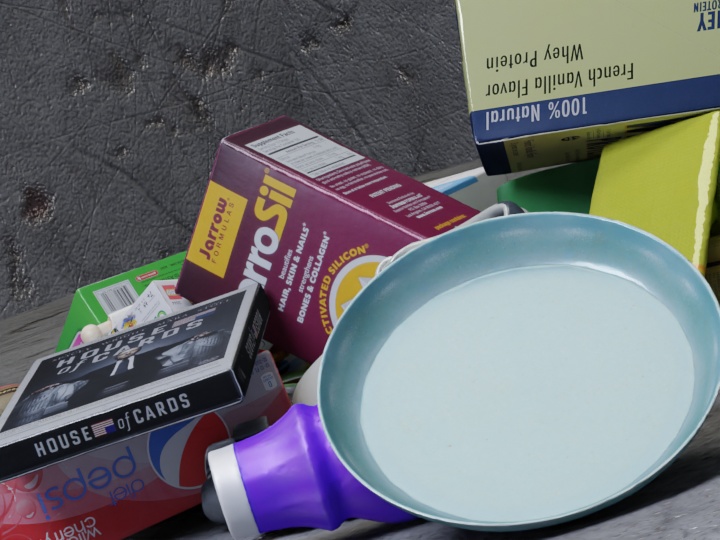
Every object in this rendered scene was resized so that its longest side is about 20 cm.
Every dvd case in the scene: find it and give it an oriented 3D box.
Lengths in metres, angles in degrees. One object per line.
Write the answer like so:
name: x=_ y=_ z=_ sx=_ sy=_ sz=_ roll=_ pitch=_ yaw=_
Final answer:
dvd case: x=-0.130 y=0.062 z=1.609 sx=0.149 sy=0.025 sz=0.200 roll=-19 pitch=12 yaw=6

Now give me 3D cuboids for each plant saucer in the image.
plant saucer: x=0.078 y=0.052 z=1.353 sx=0.199 sy=0.028 sz=0.201 roll=-9 pitch=44 yaw=9

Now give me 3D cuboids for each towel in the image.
towel: x=0.170 y=-0.009 z=1.657 sx=0.086 sy=0.018 sz=0.201 roll=-15 pitch=42 yaw=29

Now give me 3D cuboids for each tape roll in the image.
tape roll: x=0.193 y=-0.047 z=1.903 sx=0.199 sy=0.049 sz=0.200 roll=-9 pitch=-6 yaw=-1

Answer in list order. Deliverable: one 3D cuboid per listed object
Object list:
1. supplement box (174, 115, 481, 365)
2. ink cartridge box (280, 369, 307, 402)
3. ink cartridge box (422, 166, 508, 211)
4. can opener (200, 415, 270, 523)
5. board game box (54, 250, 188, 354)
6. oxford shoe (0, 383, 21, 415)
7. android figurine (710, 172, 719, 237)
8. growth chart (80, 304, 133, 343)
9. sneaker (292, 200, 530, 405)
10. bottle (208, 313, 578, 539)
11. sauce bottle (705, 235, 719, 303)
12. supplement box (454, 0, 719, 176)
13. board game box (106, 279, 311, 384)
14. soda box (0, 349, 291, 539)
supplement box: x=0.000 y=0.000 z=1.718 sx=0.199 sy=0.111 sz=0.086 roll=26 pitch=23 yaw=20
ink cartridge box: x=-0.086 y=0.108 z=1.770 sx=0.199 sy=0.048 sz=0.145 roll=-16 pitch=4 yaw=-31
ink cartridge box: x=0.010 y=0.015 z=2.003 sx=0.199 sy=0.126 sz=0.128 roll=-14 pitch=6 yaw=26
can opener: x=0.007 y=0.101 z=1.577 sx=0.199 sy=0.054 sz=0.067 roll=-16 pitch=33 yaw=6
board game box: x=-0.143 y=0.062 z=1.935 sx=0.152 sy=0.040 sz=0.200 roll=-21 pitch=-26 yaw=-31
oxford shoe: x=-0.246 y=0.142 z=1.733 sx=0.074 sy=0.071 sz=0.200 roll=-3 pitch=34 yaw=44
android figurine: x=0.266 y=-0.031 z=1.733 sx=0.181 sy=0.041 sz=0.200 roll=5 pitch=-15 yaw=-20
growth chart: x=-0.129 y=0.063 z=1.879 sx=0.144 sy=0.018 sz=0.200 roll=-28 pitch=-25 yaw=-17
sneaker: x=0.030 y=0.022 z=1.608 sx=0.200 sy=0.071 sz=0.073 roll=-36 pitch=36 yaw=20
bottle: x=0.024 y=0.084 z=1.416 sx=0.199 sy=0.084 sz=0.065 roll=-18 pitch=39 yaw=0
sauce bottle: x=0.239 y=0.007 z=1.666 sx=0.199 sy=0.065 sz=0.065 roll=-11 pitch=8 yaw=40
supplement box: x=0.158 y=-0.180 z=1.779 sx=0.198 sy=0.201 sz=0.134 roll=-8 pitch=-7 yaw=5
board game box: x=-0.093 y=0.054 z=1.841 sx=0.199 sy=0.035 sz=0.126 roll=-4 pitch=-37 yaw=-49
soda box: x=-0.135 y=0.113 z=1.625 sx=0.199 sy=0.070 sz=0.063 roll=-24 pitch=6 yaw=-13
